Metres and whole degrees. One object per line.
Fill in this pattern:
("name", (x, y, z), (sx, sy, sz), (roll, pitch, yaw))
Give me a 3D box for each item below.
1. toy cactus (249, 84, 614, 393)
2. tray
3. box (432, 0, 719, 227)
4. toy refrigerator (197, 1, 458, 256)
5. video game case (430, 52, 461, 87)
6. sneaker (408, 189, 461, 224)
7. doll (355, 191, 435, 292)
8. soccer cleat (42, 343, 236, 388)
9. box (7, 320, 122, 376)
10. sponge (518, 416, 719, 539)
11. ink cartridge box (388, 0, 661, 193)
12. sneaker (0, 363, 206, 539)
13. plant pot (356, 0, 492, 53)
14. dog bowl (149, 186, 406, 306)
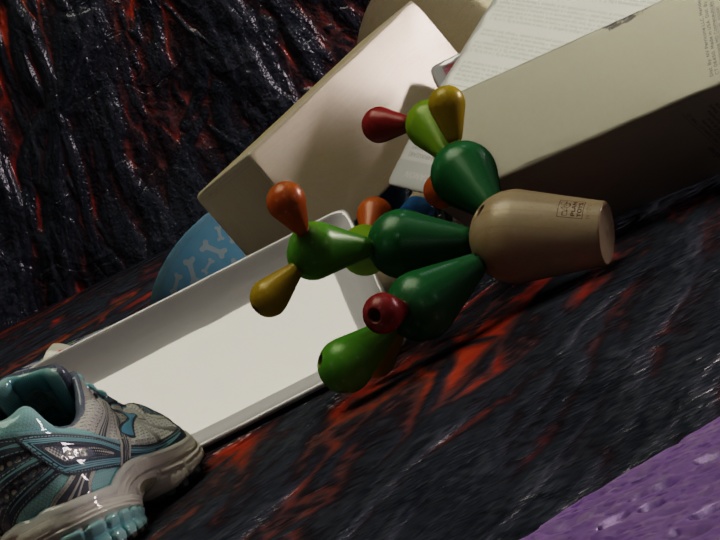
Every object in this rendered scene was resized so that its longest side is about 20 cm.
("toy cactus", (0.040, -0.024, 1.064), (0.164, 0.103, 0.200), (-2, 32, 21))
("tray", (-0.077, 0.051, 1.154), (0.199, 0.022, 0.108), (-27, 48, 2))
("box", (0.139, -0.081, 1.143), (0.199, 0.069, 0.082), (-21, -33, 28))
("toy refrigerator", (-0.011, -0.081, 1.368), (0.070, 0.076, 0.200), (-35, 10, 47))
("video game case", (0.155, -0.113, 1.305), (0.199, 0.024, 0.182), (-25, 37, 3))
("sneaker", (0.075, -0.049, 1.411), (0.081, 0.075, 0.200), (-13, 5, -7))
("doll", (0.000, 0.000, 1.317), (0.136, 0.048, 0.200), (-46, 8, -3))
("soccer cleat", (-0.137, 0.068, 1.217), (0.199, 0.078, 0.069), (-25, 5, 20))
("box", (-0.144, 0.066, 1.347), (0.070, 0.064, 0.200), (-30, 5, -37))
("sponge", (0.118, 0.037, 0.473), (0.200, 0.030, 0.112), (-29, 5, -17))
("ink cartridge box", (0.129, -0.108, 1.274), (0.160, 0.047, 0.200), (15, 68, 42))
("sneaker", (-0.128, 0.078, 1.011), (0.077, 0.087, 0.200), (-26, 5, 7))
("plant pot", (0.120, -0.132, 1.483), (0.187, 0.188, 0.200), (-28, 21, -17))
("dog bowl", (-0.049, -0.015, 1.444), (0.200, 0.050, 0.112), (-38, -28, -24))
